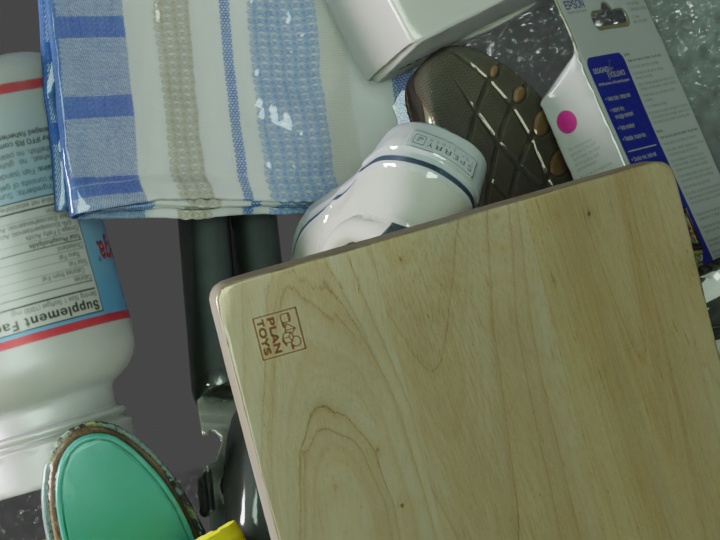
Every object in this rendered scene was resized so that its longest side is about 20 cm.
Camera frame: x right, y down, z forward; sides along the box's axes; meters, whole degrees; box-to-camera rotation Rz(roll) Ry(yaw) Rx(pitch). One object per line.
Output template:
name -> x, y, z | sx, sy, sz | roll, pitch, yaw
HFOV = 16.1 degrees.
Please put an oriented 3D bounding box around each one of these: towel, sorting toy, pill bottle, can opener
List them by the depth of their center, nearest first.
sorting toy -> 0.051, 0.075, 1.061 | 0.198, 0.070, 0.201 | -16, 96, -12
can opener -> -0.051, 0.043, 1.211 | 0.052, 0.066, 0.201 | 6, 59, -26
towel -> -0.056, -0.098, 1.221 | 0.199, 0.024, 0.148 | -3, 83, -24
pill bottle -> -0.171, 0.004, 1.222 | 0.108, 0.109, 0.201 | -16, 90, 0

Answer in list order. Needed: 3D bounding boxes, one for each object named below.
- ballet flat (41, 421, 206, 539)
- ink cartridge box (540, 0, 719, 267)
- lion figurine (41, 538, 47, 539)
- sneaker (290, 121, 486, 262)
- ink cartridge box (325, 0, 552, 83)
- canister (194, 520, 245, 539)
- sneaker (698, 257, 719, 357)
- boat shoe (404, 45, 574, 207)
ballet flat -> -0.092, 0.160, 1.194 | 0.074, 0.074, 0.201 | -26, 98, 0
ink cartridge box -> 0.141, -0.041, 1.222 | 0.037, 0.095, 0.201 | -23, 86, 32
lion figurine -> -0.136, 0.231, 1.226 | 0.122, 0.072, 0.201 | -25, 77, 5
sneaker -> 0.000, 0.000, 1.174 | 0.073, 0.200, 0.071 | 27, 65, 0
ink cartridge box -> 0.029, -0.213, 1.217 | 0.146, 0.084, 0.201 | -28, 88, -18
canister -> -0.064, 0.229, 1.090 | 0.148, 0.086, 0.201 | -29, 88, -40
sneaker -> 0.202, 0.019, 1.156 | 0.199, 0.074, 0.080 | -19, 88, -33
boat shoe -> 0.074, -0.012, 1.226 | 0.074, 0.073, 0.201 | -37, 100, -35
